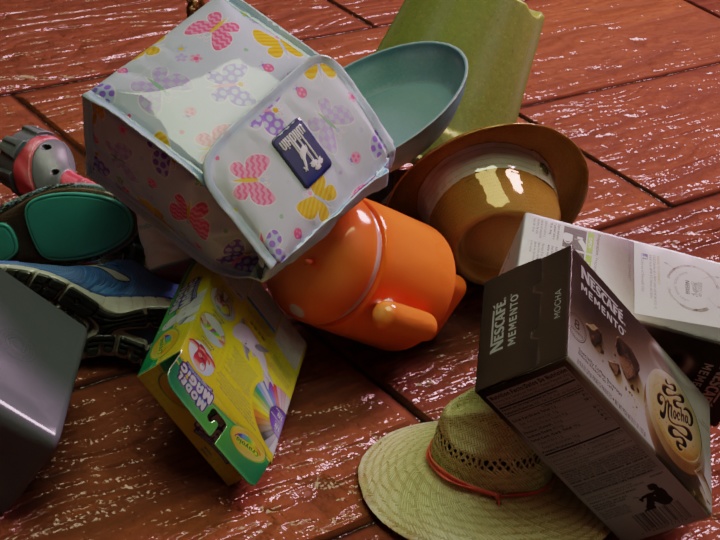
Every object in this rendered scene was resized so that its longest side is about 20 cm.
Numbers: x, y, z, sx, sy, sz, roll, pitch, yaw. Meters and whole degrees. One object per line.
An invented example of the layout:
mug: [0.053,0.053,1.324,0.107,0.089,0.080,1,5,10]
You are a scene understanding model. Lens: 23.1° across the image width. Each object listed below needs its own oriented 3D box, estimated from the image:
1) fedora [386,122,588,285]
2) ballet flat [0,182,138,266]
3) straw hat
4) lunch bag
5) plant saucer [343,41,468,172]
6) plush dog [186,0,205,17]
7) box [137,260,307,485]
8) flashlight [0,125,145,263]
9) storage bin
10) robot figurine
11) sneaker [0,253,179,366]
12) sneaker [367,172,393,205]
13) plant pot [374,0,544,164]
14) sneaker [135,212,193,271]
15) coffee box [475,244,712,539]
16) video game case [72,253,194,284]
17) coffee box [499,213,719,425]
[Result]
fedora: [0.122,-0.042,1.562,0.199,0.201,0.082,-2,50,-19]
ballet flat: [-0.275,-0.036,1.489,0.199,0.075,0.074,-10,27,11]
straw hat: [0.102,0.131,1.328,0.200,0.085,0.201,7,28,-4]
lunch bag: [-0.091,-0.101,1.376,0.200,0.127,0.169,39,59,17]
plant saucer: [0.011,-0.133,1.573,0.199,0.036,0.200,-21,31,14]
plush dog: [-0.138,-0.171,1.706,0.199,0.161,0.172,-3,23,-22]
box: [-0.104,0.076,1.348,0.048,0.118,0.200,-30,20,20]
flashlight: [-0.243,-0.073,1.556,0.199,0.068,0.068,22,42,40]
storage bin: [-0.287,0.084,1.276,0.134,0.146,0.200,32,25,-15]
robot figurine: [-0.001,-0.001,1.467,0.200,0.116,0.145,21,58,-46]
sneaker: [-0.218,0.031,1.443,0.199,0.079,0.089,13,21,-10]
sneaker: [-0.059,-0.091,1.662,0.199,0.096,0.079,10,23,2]
plant pot: [0.087,-0.188,1.715,0.200,0.185,0.200,23,3,-1]
sneaker: [-0.126,-0.066,1.493,0.070,0.081,0.200,-17,9,29]
coffee box: [0.174,0.093,1.289,0.080,0.200,0.113,-25,35,30]
video game case: [-0.193,-0.032,1.565,0.199,0.018,0.143,4,29,14]
coffee box: [0.207,0.041,1.385,0.199,0.113,0.080,14,53,-2]
